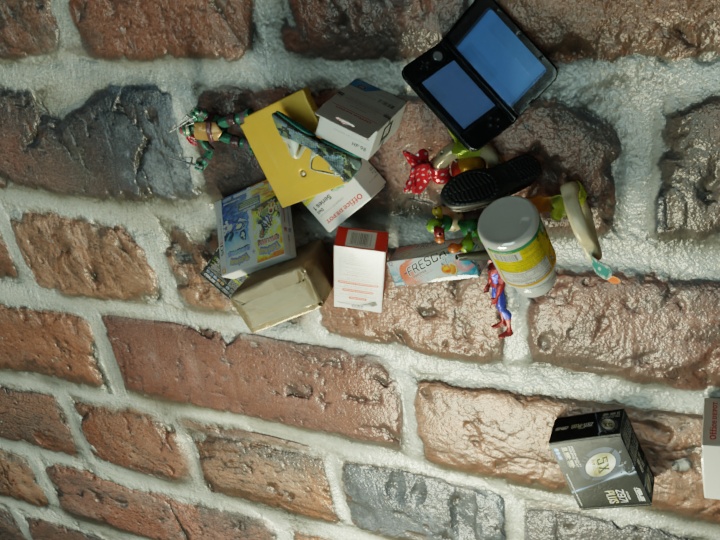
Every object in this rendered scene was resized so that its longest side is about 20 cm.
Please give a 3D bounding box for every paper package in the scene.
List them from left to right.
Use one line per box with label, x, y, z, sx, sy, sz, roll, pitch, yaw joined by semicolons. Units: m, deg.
paper package;-0.161;0.032;1.718;0.190;0.200;0.104;-21;105;17

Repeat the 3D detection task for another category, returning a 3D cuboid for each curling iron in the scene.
curling iron;0.256;-0.025;1.515;0.050;0.199;0.026;-38;65;43

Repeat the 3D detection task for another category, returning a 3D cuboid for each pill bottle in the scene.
pill bottle;0.295;-0.036;1.438;0.112;0.113;0.200;-3;146;28

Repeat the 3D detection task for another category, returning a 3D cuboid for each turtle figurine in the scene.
turtle figurine;-0.325;-0.298;1.685;0.199;0.101;0.150;-1;136;10

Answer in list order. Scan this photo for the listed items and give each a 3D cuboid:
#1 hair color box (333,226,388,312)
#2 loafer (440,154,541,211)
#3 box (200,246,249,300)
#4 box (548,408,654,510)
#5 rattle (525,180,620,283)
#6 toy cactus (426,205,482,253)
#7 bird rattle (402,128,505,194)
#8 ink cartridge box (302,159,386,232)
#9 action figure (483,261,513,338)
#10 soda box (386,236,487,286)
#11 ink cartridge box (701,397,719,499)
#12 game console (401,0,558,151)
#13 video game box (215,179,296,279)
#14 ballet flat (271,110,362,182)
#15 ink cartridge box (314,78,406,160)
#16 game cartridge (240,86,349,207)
hair color box;0.000;0.000;1.689;0.110;0.064;0.201;8;138;4
loafer;0.242;-0.149;1.453;0.071;0.199;0.073;94;156;-64
box;-0.271;0.018;1.893;0.200;0.044;0.160;40;128;-2
box;0.529;0.417;1.717;0.163;0.086;0.201;-16;112;33
rattle;0.374;-0.053;1.436;0.142;0.130;0.201;-17;89;8
toy cactus;0.199;-0.097;1.526;0.165;0.199;0.103;36;131;56
bird rattle;0.183;-0.196;1.481;0.163;0.113;0.200;27;124;-31
ink cartridge box;-0.069;-0.202;1.624;0.200;0.084;0.145;48;128;-7
action figure;0.281;0.044;1.618;0.051;0.066;0.201;-10;118;-2
soda box;0.159;-0.018;1.635;0.199;0.068;0.064;-8;116;32
ink cartridge box;0.769;0.349;1.513;0.199;0.147;0.145;-1;120;27
game console;0.203;-0.342;1.360;0.200;0.176;0.116;49;157;7
video game box;-0.236;-0.093;1.741;0.199;0.047;0.183;-18;75;34
ballet flat;-0.094;-0.229;1.480;0.199;0.074;0.074;31;129;11
ink cartridge box;-0.006;-0.279;1.468;0.115;0.200;0.067;27;128;9
game cartridge;-0.130;-0.241;1.561;0.176;0.032;0.201;-16;107;33
